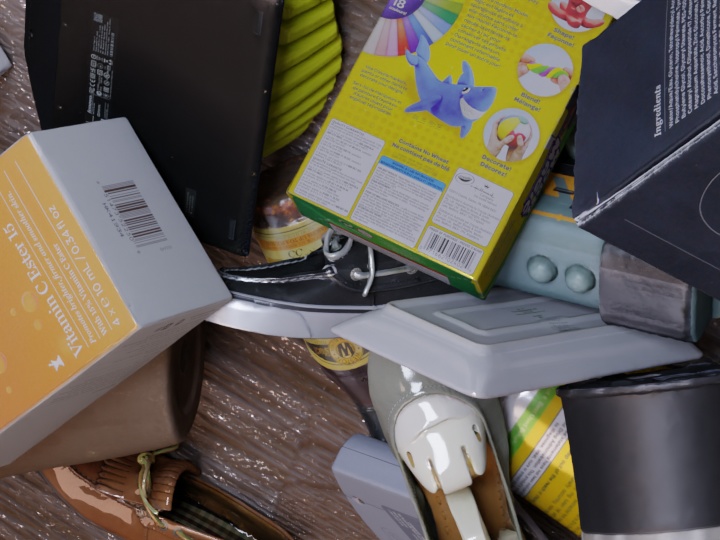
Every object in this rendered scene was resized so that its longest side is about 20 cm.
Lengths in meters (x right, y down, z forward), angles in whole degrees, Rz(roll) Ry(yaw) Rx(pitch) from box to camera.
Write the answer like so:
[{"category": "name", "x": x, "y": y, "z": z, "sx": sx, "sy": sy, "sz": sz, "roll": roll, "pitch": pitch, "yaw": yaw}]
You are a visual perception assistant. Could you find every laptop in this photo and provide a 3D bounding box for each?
[{"category": "laptop", "x": -0.127, "y": -0.140, "z": 1.333, "sx": 0.200, "sy": 0.116, "sz": 0.188, "roll": 19, "pitch": 132, "yaw": 10}]

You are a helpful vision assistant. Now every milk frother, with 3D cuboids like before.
[{"category": "milk frother", "x": 0.208, "y": 0.141, "z": 1.186, "sx": 0.180, "sy": 0.200, "sz": 0.189, "roll": -7, "pitch": 90, "yaw": -9}]

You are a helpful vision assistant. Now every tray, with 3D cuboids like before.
[{"category": "tray", "x": 0.088, "y": 0.031, "z": 1.234, "sx": 0.107, "sy": 0.200, "sz": 0.022, "roll": 24, "pitch": 111, "yaw": 38}]

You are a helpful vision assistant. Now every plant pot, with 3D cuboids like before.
[{"category": "plant pot", "x": -0.195, "y": 0.051, "z": 1.478, "sx": 0.174, "sy": 0.200, "sz": 0.201, "roll": 3, "pitch": 127, "yaw": 9}]

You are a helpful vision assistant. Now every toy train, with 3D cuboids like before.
[{"category": "toy train", "x": 0.122, "y": -0.028, "z": 1.255, "sx": 0.200, "sy": 0.114, "sz": 0.085, "roll": 15, "pitch": 130, "yaw": 21}]

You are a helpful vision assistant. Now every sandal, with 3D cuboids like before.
[{"category": "sandal", "x": -0.059, "y": -0.149, "z": 1.309, "sx": 0.087, "sy": 0.079, "sz": 0.200, "roll": 36, "pitch": 135, "yaw": 26}]

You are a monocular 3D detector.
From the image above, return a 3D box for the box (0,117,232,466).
[{"category": "box", "x": -0.193, "y": 0.021, "z": 1.298, "sx": 0.200, "sy": 0.097, "sz": 0.125, "roll": -36, "pitch": 81, "yaw": 29}]

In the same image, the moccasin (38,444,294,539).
[{"category": "moccasin", "x": -0.135, "y": 0.156, "z": 1.588, "sx": 0.201, "sy": 0.074, "sz": 0.078, "roll": 35, "pitch": 126, "yaw": 8}]

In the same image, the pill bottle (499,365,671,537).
[{"category": "pill bottle", "x": 0.172, "y": 0.119, "z": 1.341, "sx": 0.200, "sy": 0.111, "sz": 0.111, "roll": 35, "pitch": 135, "yaw": 4}]

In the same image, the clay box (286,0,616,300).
[{"category": "clay box", "x": 0.059, "y": -0.099, "z": 1.218, "sx": 0.115, "sy": 0.200, "sz": 0.048, "roll": 26, "pitch": 170, "yaw": 16}]

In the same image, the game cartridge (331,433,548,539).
[{"category": "game cartridge", "x": 0.067, "y": 0.172, "z": 1.443, "sx": 0.133, "sy": 0.041, "sz": 0.200, "roll": 12, "pitch": 153, "yaw": 37}]

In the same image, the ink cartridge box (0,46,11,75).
[{"category": "ink cartridge box", "x": -0.336, "y": -0.176, "z": 1.444, "sx": 0.145, "sy": 0.085, "sz": 0.200, "roll": -15, "pitch": 113, "yaw": 38}]

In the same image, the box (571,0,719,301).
[{"category": "box", "x": 0.239, "y": -0.071, "z": 1.098, "sx": 0.200, "sy": 0.124, "sz": 0.197, "roll": 26, "pitch": 138, "yaw": -25}]

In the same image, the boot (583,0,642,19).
[{"category": "boot", "x": 0.120, "y": -0.193, "z": 1.156, "sx": 0.200, "sy": 0.073, "sz": 0.090, "roll": 27, "pitch": 139, "yaw": 12}]

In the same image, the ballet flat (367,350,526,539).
[{"category": "ballet flat", "x": 0.057, "y": 0.118, "z": 1.283, "sx": 0.067, "sy": 0.064, "sz": 0.200, "roll": -18, "pitch": 118, "yaw": 2}]

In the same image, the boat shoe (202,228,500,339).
[{"category": "boat shoe", "x": 0.001, "y": 0.001, "z": 1.330, "sx": 0.199, "sy": 0.074, "sz": 0.068, "roll": 1, "pitch": 103, "yaw": -10}]

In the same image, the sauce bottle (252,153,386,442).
[{"category": "sauce bottle", "x": -0.007, "y": 0.026, "z": 1.413, "sx": 0.066, "sy": 0.066, "sz": 0.200, "roll": -8, "pitch": 120, "yaw": 35}]
